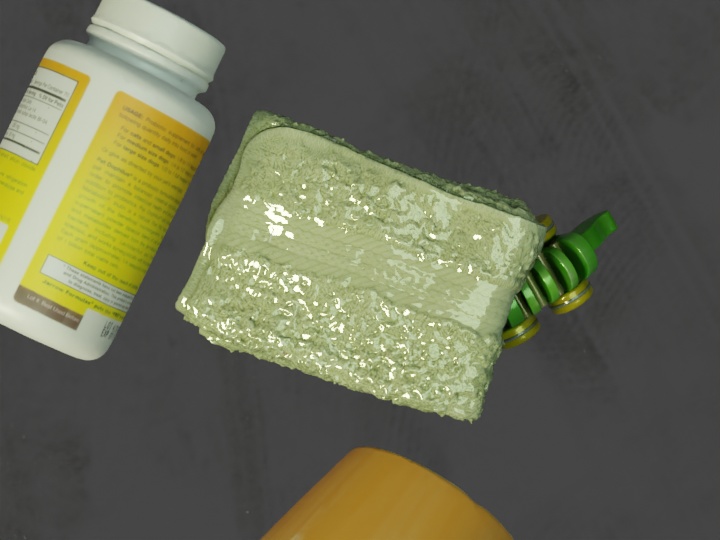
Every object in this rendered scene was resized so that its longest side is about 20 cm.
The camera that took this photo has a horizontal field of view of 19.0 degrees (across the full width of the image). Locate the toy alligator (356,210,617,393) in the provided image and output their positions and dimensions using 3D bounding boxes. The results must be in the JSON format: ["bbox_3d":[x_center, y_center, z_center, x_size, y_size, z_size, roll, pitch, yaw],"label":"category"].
[{"bbox_3d":[0.084,0.022,1.342,0.199,0.054,0.059,-33,101,-10],"label":"toy alligator"}]

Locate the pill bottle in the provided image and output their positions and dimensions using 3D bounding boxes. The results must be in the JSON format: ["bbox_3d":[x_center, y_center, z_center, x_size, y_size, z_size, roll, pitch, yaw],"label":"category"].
[{"bbox_3d":[-0.156,-0.057,1.247,0.109,0.109,0.201,27,88,-15],"label":"pill bottle"}]

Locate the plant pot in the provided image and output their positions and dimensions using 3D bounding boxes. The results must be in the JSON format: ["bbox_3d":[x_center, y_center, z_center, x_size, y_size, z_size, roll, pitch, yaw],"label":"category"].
[{"bbox_3d":[-0.003,0.214,1.277,0.200,0.200,0.184,39,69,-14],"label":"plant pot"}]

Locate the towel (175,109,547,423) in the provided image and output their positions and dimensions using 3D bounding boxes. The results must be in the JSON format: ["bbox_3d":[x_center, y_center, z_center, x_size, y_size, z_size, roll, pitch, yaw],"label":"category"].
[{"bbox_3d":[0.000,0.000,1.304,0.199,0.036,0.149,20,91,3],"label":"towel"}]
